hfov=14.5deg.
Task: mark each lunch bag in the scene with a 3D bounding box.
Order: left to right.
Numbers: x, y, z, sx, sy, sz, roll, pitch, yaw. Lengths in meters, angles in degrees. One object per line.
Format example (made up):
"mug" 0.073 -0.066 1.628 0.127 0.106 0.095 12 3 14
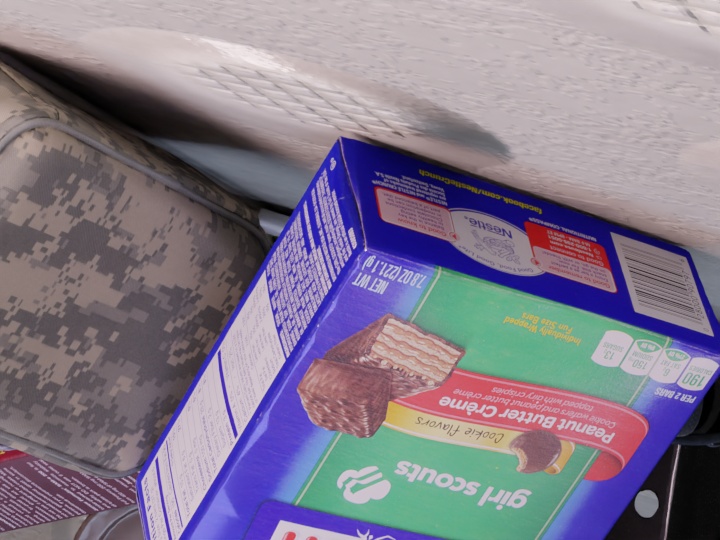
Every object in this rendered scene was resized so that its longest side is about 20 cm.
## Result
"lunch bag" -0.159 -0.019 1.180 0.168 0.140 0.200 37 -173 37

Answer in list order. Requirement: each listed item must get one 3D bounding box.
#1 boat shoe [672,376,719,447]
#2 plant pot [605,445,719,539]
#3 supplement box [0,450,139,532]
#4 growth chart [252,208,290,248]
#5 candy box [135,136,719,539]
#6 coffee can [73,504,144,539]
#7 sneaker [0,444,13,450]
"boat shoe" 0.129 0.046 1.321 0.062 0.075 0.200 2 172 39
"plant pot" 0.124 0.136 1.617 0.199 0.201 0.177 10 -175 32
"supplement box" -0.144 0.063 1.400 0.200 0.109 0.061 -16 137 41
"growth chart" 0.000 0.000 1.445 0.144 0.018 0.200 15 172 10
"candy box" 0.025 0.063 1.155 0.169 0.200 0.077 17 -145 -22
"coffee can" -0.047 0.125 1.480 0.146 0.147 0.200 13 -150 14
"sneaker" -0.201 0.014 1.365 0.146 0.081 0.200 -18 -149 -26
